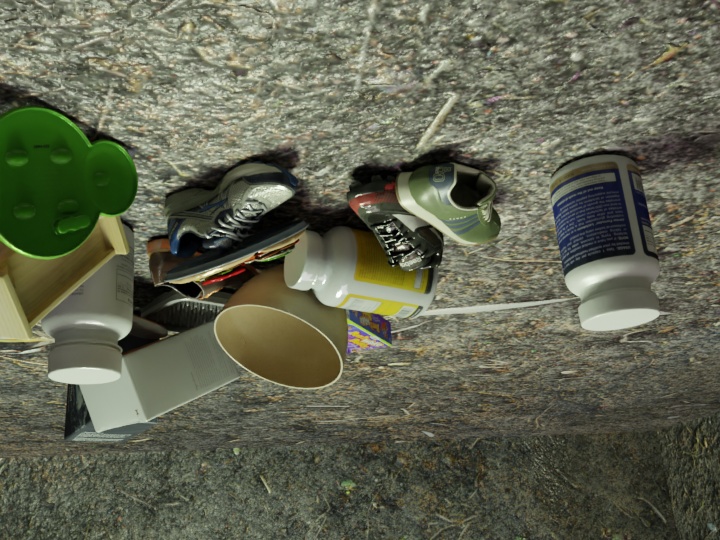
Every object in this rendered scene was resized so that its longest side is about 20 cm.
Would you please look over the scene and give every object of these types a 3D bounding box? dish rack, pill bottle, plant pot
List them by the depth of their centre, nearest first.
[{"bbox_3d":[0.307,-0.033,1.022,0.115,0.201,0.116,-4,160,-1],"label":"pill bottle"},{"bbox_3d":[-0.355,0.041,1.067,0.114,0.201,0.114,-4,160,-1],"label":"pill bottle"},{"bbox_3d":[0.000,0.000,1.142,0.199,0.112,0.112,11,155,-26],"label":"pill bottle"},{"bbox_3d":[-0.101,0.066,1.230,0.200,0.135,0.201,13,141,11],"label":"plant pot"},{"bbox_3d":[-0.263,0.067,1.393,0.200,0.044,0.171,12,155,-40],"label":"dish rack"}]

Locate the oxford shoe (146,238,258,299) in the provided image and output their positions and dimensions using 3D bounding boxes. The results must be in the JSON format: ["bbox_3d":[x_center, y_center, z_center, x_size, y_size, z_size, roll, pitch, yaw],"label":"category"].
[{"bbox_3d":[-0.229,0.013,1.205,0.071,0.073,0.200,-22,154,38],"label":"oxford shoe"}]

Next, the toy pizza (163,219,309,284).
[{"bbox_3d":[-0.157,-0.018,1.059,0.200,0.032,0.200,-20,-171,3],"label":"toy pizza"}]

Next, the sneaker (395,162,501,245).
[{"bbox_3d":[0.139,-0.084,1.032,0.090,0.067,0.200,-15,155,40],"label":"sneaker"}]

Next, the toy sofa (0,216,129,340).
[{"bbox_3d":[-0.361,-0.012,0.922,0.097,0.200,0.083,3,123,21],"label":"toy sofa"}]

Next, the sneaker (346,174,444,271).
[{"bbox_3d":[0.052,-0.054,1.055,0.071,0.098,0.200,-15,157,30],"label":"sneaker"}]

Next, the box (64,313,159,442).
[{"bbox_3d":[-0.448,0.195,1.475,0.117,0.197,0.200,9,155,-31],"label":"box"}]

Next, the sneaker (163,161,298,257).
[{"bbox_3d":[-0.155,-0.063,0.987,0.200,0.085,0.077,-19,149,31],"label":"sneaker"}]

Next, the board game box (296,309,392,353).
[{"bbox_3d":[-0.045,0.096,1.402,0.134,0.045,0.200,-12,158,22],"label":"board game box"}]

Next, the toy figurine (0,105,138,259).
[{"bbox_3d":[-0.374,-0.089,0.872,0.184,0.151,0.200,-1,-171,31],"label":"toy figurine"}]

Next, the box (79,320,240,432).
[{"bbox_3d":[-0.328,0.170,1.333,0.152,0.107,0.200,-18,-178,40],"label":"box"}]

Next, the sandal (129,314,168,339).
[{"bbox_3d":[-0.395,0.055,1.298,0.079,0.059,0.206,-14,150,38],"label":"sandal"}]
